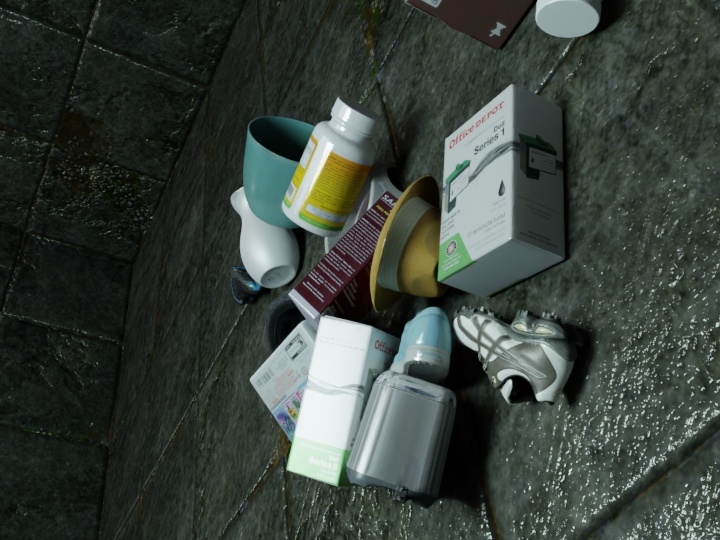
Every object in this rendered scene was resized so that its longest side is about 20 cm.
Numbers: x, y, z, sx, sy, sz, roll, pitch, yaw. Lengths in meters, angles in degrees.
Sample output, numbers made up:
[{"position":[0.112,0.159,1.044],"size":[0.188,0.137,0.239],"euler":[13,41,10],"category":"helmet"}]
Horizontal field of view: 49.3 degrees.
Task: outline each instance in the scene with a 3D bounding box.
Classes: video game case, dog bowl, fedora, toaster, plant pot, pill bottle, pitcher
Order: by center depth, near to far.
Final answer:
[{"position":[0.250,-0.379,0.906],"size":[0.104,0.102,0.205],"euler":[-17,60,61],"category":"pill bottle"},{"position":[0.049,0.195,0.915],"size":[0.200,0.111,0.132],"euler":[79,-153,-78],"category":"toaster"},{"position":[0.084,-0.023,1.011],"size":[0.202,0.080,0.204],"euler":[-52,-26,-38],"category":"fedora"},{"position":[-0.078,0.198,1.214],"size":[0.183,0.024,0.200],"euler":[53,136,9],"category":"video game case"},{"position":[-0.059,0.105,1.238],"size":[0.091,0.201,0.201],"euler":[-38,-5,-45],"category":"fedora"},{"position":[-0.041,-0.167,1.258],"size":[0.203,0.109,0.112],"euler":[-63,26,20],"category":"pill bottle"},{"position":[0.002,-0.089,1.320],"size":[0.200,0.058,0.204],"euler":[-45,36,46],"category":"dog bowl"},{"position":[-0.144,-0.184,1.546],"size":[0.202,0.196,0.164],"euler":[-109,34,-53],"category":"plant pot"},{"position":[-0.187,-0.061,1.653],"size":[0.120,0.171,0.203],"euler":[-31,59,15],"category":"pitcher"}]

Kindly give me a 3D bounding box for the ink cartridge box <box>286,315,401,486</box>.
[{"position":[-0.011,0.177,1.050],"size":[0.082,0.145,0.205],"euler":[9,81,27],"category":"ink cartridge box"}]

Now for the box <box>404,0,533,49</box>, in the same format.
[{"position":[0.156,-0.455,1.084],"size":[0.165,0.163,0.203],"euler":[-51,32,38],"category":"box"}]

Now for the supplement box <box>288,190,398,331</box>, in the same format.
[{"position":[0.000,0.000,1.097],"size":[0.061,0.109,0.200],"euler":[38,79,28],"category":"supplement box"}]

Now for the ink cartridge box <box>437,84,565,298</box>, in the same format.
[{"position":[0.165,-0.091,0.929],"size":[0.146,0.083,0.205],"euler":[-34,45,54],"category":"ink cartridge box"}]

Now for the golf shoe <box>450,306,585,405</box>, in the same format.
[{"position":[0.152,0.092,0.849],"size":[0.199,0.076,0.097],"euler":[-1,73,66],"category":"golf shoe"}]

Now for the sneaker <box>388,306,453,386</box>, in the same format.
[{"position":[0.081,0.097,0.974],"size":[0.200,0.072,0.084],"euler":[117,168,-71],"category":"sneaker"}]

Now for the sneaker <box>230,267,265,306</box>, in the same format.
[{"position":[-0.253,0.042,1.799],"size":[0.200,0.071,0.084],"euler":[-162,73,-72],"category":"sneaker"}]
